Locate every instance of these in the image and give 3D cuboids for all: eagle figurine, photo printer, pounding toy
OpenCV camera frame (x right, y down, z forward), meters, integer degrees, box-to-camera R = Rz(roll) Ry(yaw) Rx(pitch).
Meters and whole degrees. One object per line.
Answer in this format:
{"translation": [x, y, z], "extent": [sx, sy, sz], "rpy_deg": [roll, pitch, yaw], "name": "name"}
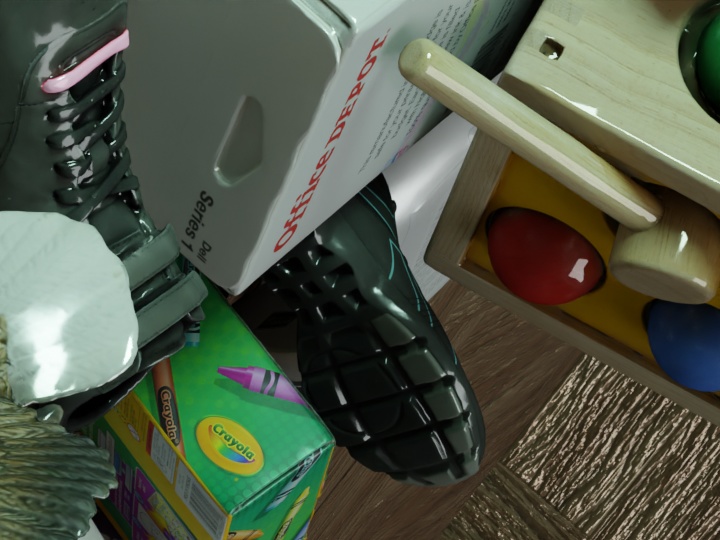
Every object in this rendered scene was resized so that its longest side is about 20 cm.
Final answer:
{"translation": [-0.136, 0.064, 0.526], "extent": [0.151, 0.152, 0.200], "rpy_deg": [-17, 175, 9], "name": "eagle figurine"}
{"translation": [0.026, -0.046, 1.064], "extent": [0.166, 0.069, 0.200], "rpy_deg": [-43, 166, -30], "name": "photo printer"}
{"translation": [0.108, -0.036, 0.765], "extent": [0.142, 0.184, 0.200], "rpy_deg": [-59, 175, -26], "name": "pounding toy"}

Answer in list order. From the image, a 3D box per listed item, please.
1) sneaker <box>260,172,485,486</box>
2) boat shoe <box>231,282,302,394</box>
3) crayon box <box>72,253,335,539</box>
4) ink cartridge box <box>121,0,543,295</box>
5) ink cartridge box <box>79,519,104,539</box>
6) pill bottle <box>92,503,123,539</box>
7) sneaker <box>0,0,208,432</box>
{"translation": [0.000, 0.000, 0.852], "extent": [0.075, 0.200, 0.079], "rpy_deg": [-17, -155, 34], "name": "sneaker"}
{"translation": [-0.024, 0.046, 0.987], "extent": [0.070, 0.066, 0.200], "rpy_deg": [-41, -165, -22], "name": "boat shoe"}
{"translation": [-0.078, 0.080, 0.923], "extent": [0.058, 0.119, 0.200], "rpy_deg": [-34, 164, -20], "name": "crayon box"}
{"translation": [0.003, -0.105, 0.745], "extent": [0.200, 0.084, 0.145], "rpy_deg": [-42, 166, -39], "name": "ink cartridge box"}
{"translation": [-0.174, 0.208, 0.883], "extent": [0.083, 0.147, 0.200], "rpy_deg": [-7, -151, 50], "name": "ink cartridge box"}
{"translation": [-0.130, 0.178, 1.075], "extent": [0.200, 0.111, 0.112], "rpy_deg": [-37, 163, -50], "name": "pill bottle"}
{"translation": [-0.081, -0.029, 0.630], "extent": [0.071, 0.099, 0.200], "rpy_deg": [-37, 162, -41], "name": "sneaker"}
